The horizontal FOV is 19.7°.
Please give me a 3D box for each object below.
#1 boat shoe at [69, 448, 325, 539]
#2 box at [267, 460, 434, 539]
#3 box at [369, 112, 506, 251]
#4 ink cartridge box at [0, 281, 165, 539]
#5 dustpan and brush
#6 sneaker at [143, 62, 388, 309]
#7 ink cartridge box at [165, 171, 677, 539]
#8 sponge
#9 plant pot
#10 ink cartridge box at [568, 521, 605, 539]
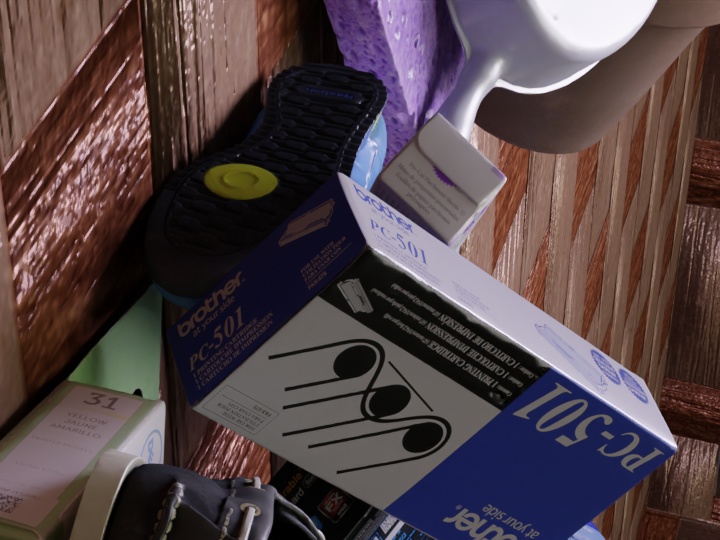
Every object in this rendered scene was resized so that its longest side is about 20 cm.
[{"bbox_3d":[-0.044,0.107,0.723,0.200,0.067,0.073,53,46,-75],"label":"boat shoe"},{"bbox_3d":[-0.016,0.133,0.935,0.200,0.046,0.159,-51,161,-9],"label":"box"},{"bbox_3d":[0.014,-0.005,0.882,0.039,0.041,0.200,-46,174,-20],"label":"box"},{"bbox_3d":[-0.093,0.106,0.755,0.200,0.047,0.147,-49,147,-61],"label":"ink cartridge box"},{"bbox_3d":[0.075,-0.122,1.016,0.140,0.057,0.201,43,51,-30],"label":"dustpan and brush"},{"bbox_3d":[-0.035,-0.017,0.860,0.200,0.065,0.079,-56,158,-60],"label":"sneaker"},{"bbox_3d":[0.028,0.047,0.805,0.199,0.094,0.044,33,23,-41],"label":"ink cartridge box"},{"bbox_3d":[0.015,-0.146,0.981,0.201,0.030,0.112,71,30,-47],"label":"sponge"},{"bbox_3d":[0.123,-0.167,1.209,0.175,0.199,0.201,-65,178,39],"label":"plant pot"},{"bbox_3d":[0.068,0.185,1.010,0.200,0.076,0.138,-123,-123,-80],"label":"ink cartridge box"}]
